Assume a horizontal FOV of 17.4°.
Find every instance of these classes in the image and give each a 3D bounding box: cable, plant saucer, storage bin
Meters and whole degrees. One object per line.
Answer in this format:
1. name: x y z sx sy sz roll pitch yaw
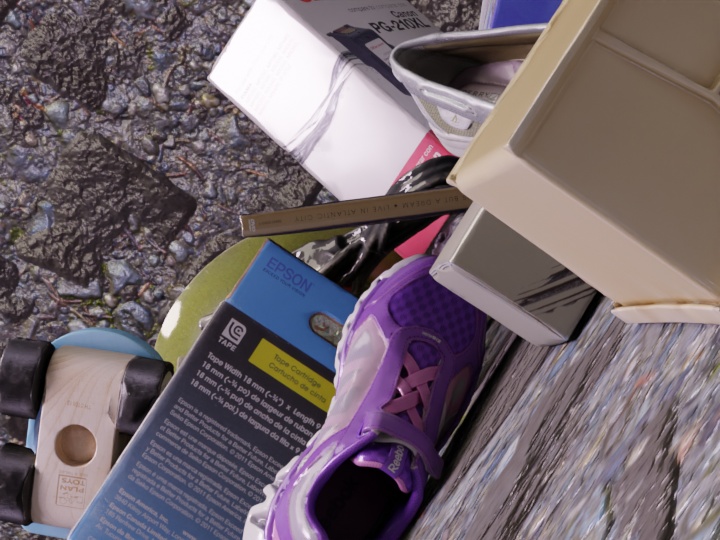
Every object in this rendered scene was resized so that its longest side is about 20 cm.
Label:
1. cable: 0.000 0.000 1.433 0.200 0.097 0.050 -28 60 30
2. plant saucer: -0.039 0.063 1.544 0.200 0.200 0.031 -57 35 10
3. storage bin: 0.127 -0.089 0.824 0.199 0.094 0.200 -56 2 -3

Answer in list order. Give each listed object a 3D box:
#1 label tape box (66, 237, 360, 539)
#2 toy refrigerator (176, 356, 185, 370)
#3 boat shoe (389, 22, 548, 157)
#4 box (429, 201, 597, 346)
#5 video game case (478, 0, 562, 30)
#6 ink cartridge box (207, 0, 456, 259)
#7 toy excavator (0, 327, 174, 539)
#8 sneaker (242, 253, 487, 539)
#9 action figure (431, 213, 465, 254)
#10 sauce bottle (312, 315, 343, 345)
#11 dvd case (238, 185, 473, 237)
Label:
1. label tape box: -0.049 0.106 1.311 0.200 0.144 0.063 -56 0 -9
2. toy refrigerator: -0.084 0.151 1.425 0.200 0.070 0.076 -90 6 -45
3. boat shoe: 0.096 -0.100 1.228 0.202 0.065 0.075 4 58 53
4. box: 0.115 -0.066 1.096 0.200 0.068 0.082 -58 2 -5
5. video game case: 0.102 -0.177 1.421 0.200 0.045 0.182 100 -179 -53
6. ink cartridge box: 0.021 -0.104 1.564 0.145 0.200 0.084 -17 -35 -58
7. toy excavator: -0.158 0.128 1.475 0.200 0.100 0.195 -31 -52 -80
8. sneaker: 0.015 0.082 1.217 0.201 0.080 0.088 -62 10 -13
9. action figure: 0.054 0.014 1.434 0.130 0.069 0.200 -50 1 -35
10. sauce bottle: -0.020 0.083 1.433 0.065 0.065 0.200 -58 -21 -22
11. dvd case: 0.033 -0.036 1.290 0.149 0.199 0.016 -161 63 -87
